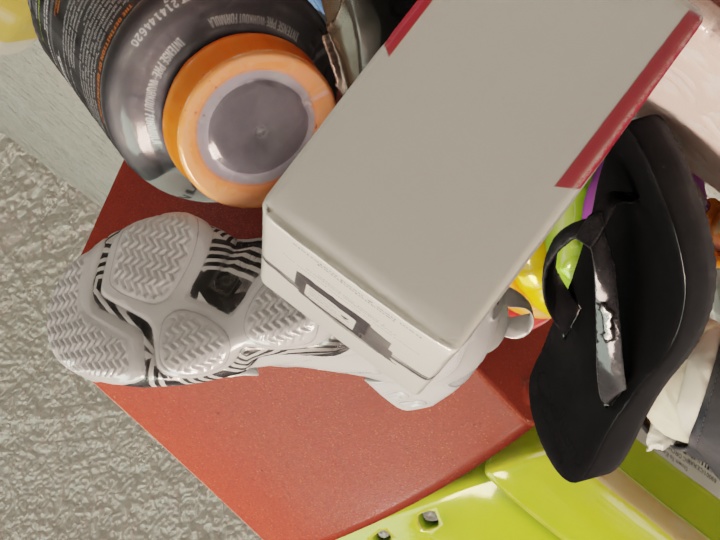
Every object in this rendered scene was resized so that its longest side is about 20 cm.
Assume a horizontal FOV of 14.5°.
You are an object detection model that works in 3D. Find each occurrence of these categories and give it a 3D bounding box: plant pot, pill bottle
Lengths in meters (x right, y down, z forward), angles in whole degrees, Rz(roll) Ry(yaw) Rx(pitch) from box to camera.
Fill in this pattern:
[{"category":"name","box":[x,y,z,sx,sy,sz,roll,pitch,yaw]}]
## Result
[{"category":"plant pot","box":[0.112,0.107,1.511,0.200,0.199,0.181,39,140,-20]},{"category":"plant pot","box":[0.000,0.000,1.410,0.176,0.200,0.200,-13,134,39]},{"category":"pill bottle","box":[-0.075,-0.096,1.245,0.106,0.106,0.200,43,-176,-31]}]

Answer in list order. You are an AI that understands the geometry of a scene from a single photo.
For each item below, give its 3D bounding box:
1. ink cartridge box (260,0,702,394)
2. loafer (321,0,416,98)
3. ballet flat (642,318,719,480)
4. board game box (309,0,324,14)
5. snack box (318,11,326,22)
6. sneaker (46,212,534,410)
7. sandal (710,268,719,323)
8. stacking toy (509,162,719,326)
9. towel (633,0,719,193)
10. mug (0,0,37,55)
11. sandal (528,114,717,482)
[{"category":"ink cartridge box","box":[0.036,-0.041,1.013,0.083,0.145,0.200,36,174,2]},{"category":"loafer","box":[0.019,-0.109,1.161,0.071,0.073,0.200,-122,17,-52]},{"category":"ballet flat","box":[0.147,0.053,1.207,0.073,0.073,0.200,39,178,2]},{"category":"board game box","box":[-0.099,-0.216,1.345,0.200,0.037,0.151,36,172,25]},{"category":"snack box","box":[-0.056,-0.140,1.536,0.142,0.053,0.200,41,172,-28]},{"category":"sneaker","box":[-0.026,0.022,1.192,0.200,0.075,0.115,-12,155,24]},{"category":"sandal","box":[0.193,0.036,1.333,0.203,0.050,0.083,-162,67,-65]},{"category":"stacking toy","box":[0.109,-0.020,1.228,0.200,0.116,0.110,7,126,50]},{"category":"towel","box":[0.146,-0.061,1.049,0.191,0.032,0.200,38,173,3]},{"category":"mug","box":[-0.264,-0.212,1.848,0.153,0.150,0.187,34,-177,-27]},{"category":"sandal","box":[0.098,0.022,1.145,0.200,0.043,0.076,103,148,-47]}]
